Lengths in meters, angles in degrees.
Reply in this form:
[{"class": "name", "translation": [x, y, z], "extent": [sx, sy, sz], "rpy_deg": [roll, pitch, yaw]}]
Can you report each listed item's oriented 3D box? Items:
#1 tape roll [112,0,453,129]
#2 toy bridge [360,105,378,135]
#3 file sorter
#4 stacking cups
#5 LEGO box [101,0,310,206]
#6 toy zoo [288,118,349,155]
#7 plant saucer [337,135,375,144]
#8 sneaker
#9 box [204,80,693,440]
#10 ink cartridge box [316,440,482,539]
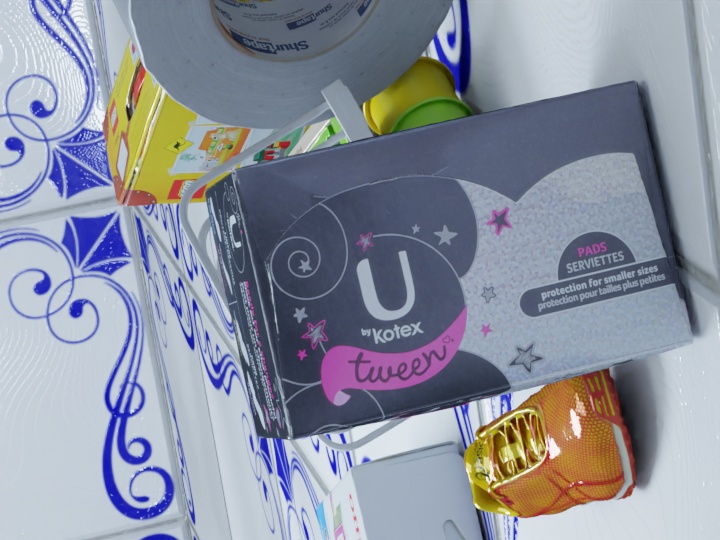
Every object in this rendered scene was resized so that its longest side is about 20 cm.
[{"class": "tape roll", "translation": [-0.044, -0.181, 1.432], "extent": [0.066, 0.199, 0.201], "rpy_deg": [-120, 20, -48]}, {"class": "toy bridge", "translation": [-0.003, -0.084, 1.799], "extent": [0.067, 0.027, 0.201], "rpy_deg": [109, 148, -66]}, {"class": "file sorter", "translation": [-0.012, 0.008, 1.477], "extent": [0.139, 0.124, 0.200], "rpy_deg": [59, 180, 20]}, {"class": "stacking cups", "translation": [0.058, -0.044, 1.436], "extent": [0.200, 0.060, 0.061], "rpy_deg": [-115, 17, -48]}, {"class": "LEGO box", "translation": [-0.087, -0.131, 1.753], "extent": [0.200, 0.148, 0.078], "rpy_deg": [118, 143, -55]}, {"class": "toy zoo", "translation": [0.000, 0.000, 1.725], "extent": [0.201, 0.020, 0.131], "rpy_deg": [65, 145, 18]}, {"class": "plant saucer", "translation": [0.003, -0.003, 1.755], "extent": [0.070, 0.019, 0.201], "rpy_deg": [33, 128, 47]}, {"class": "sneaker", "translation": [0.099, 0.099, 1.333], "extent": [0.200, 0.077, 0.073], "rpy_deg": [112, 147, -69]}, {"class": "box", "translation": [0.040, -0.002, 1.189], "extent": [0.115, 0.199, 0.133], "rpy_deg": [158, 99, -80]}, {"class": "ink cartridge box", "translation": [0.032, 0.214, 1.791], "extent": [0.200, 0.084, 0.145], "rpy_deg": [123, 134, -74]}]
